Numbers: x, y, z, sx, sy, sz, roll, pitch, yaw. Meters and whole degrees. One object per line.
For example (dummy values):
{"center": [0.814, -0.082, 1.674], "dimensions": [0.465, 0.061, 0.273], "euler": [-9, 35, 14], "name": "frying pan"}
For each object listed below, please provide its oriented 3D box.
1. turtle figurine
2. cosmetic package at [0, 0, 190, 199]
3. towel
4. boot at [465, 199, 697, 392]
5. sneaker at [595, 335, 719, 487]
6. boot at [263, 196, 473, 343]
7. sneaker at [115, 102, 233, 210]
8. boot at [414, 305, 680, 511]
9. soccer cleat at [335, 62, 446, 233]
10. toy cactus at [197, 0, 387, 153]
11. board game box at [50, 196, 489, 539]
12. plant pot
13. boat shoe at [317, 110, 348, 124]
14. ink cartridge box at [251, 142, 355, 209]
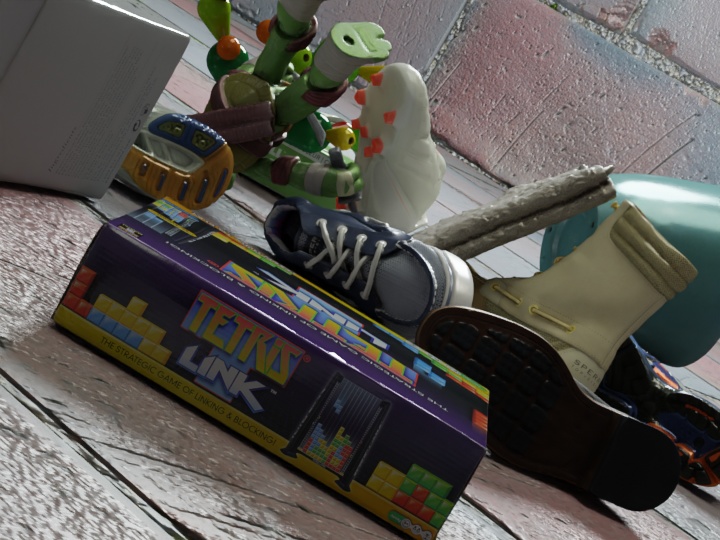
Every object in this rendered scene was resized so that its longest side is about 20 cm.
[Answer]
{"center": [-0.034, -0.124, 1.512], "dimensions": [0.199, 0.194, 0.144], "euler": [23, 41, -15], "name": "turtle figurine"}
{"center": [-0.237, -0.148, 1.182], "dimensions": [0.199, 0.123, 0.200], "euler": [33, 9, 15], "name": "cosmetic package"}
{"center": [0.102, -0.037, 1.596], "dimensions": [0.133, 0.199, 0.035], "euler": [-116, -176, -87], "name": "towel"}
{"center": [0.156, 0.007, 1.563], "dimensions": [0.073, 0.156, 0.200], "euler": [41, 2, -34], "name": "boot"}
{"center": [0.221, 0.105, 1.591], "dimensions": [0.200, 0.075, 0.078], "euler": [45, 4, 31], "name": "sneaker"}
{"center": [0.000, 0.000, 1.403], "dimensions": [0.090, 0.073, 0.200], "euler": [20, 3, -24], "name": "boot"}
{"center": [-0.182, -0.102, 1.356], "dimensions": [0.200, 0.075, 0.088], "euler": [35, -7, -24], "name": "sneaker"}
{"center": [0.096, 0.081, 1.249], "dimensions": [0.200, 0.075, 0.097], "euler": [36, -7, -23], "name": "boot"}
{"center": [0.032, -0.093, 1.569], "dimensions": [0.077, 0.200, 0.070], "euler": [-8, 59, -16], "name": "soccer cleat"}
{"center": [-0.075, -0.147, 1.651], "dimensions": [0.200, 0.165, 0.103], "euler": [33, 33, -34], "name": "toy cactus"}
{"center": [-0.035, 0.041, 0.980], "dimensions": [0.200, 0.057, 0.165], "euler": [31, 6, 0], "name": "board game box"}
{"center": [0.286, -0.011, 2.163], "dimensions": [0.160, 0.201, 0.201], "euler": [14, 13, -21], "name": "plant pot"}
{"center": [-0.068, -0.138, 2.012], "dimensions": [0.068, 0.072, 0.200], "euler": [40, 13, 32], "name": "boat shoe"}
{"center": [-0.058, -0.098, 1.820], "dimensions": [0.104, 0.059, 0.200], "euler": [29, 7, -10], "name": "ink cartridge box"}
